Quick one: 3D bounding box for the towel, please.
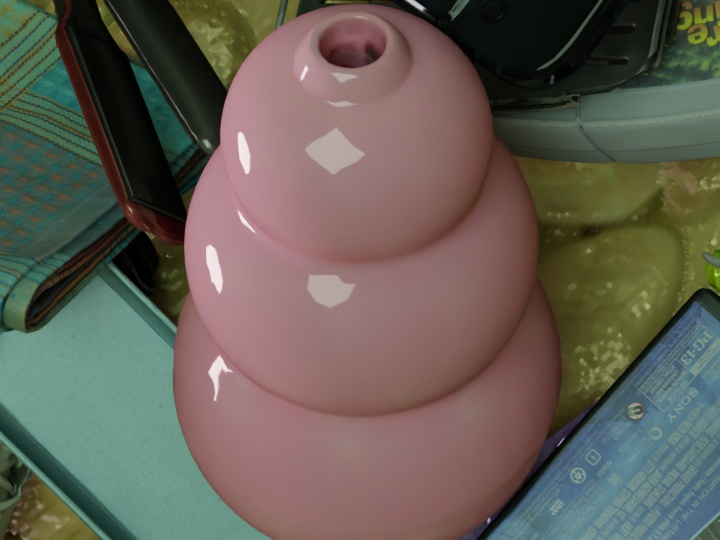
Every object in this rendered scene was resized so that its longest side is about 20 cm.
[{"bbox_3d":[-0.156,-0.059,0.912,0.199,0.147,0.022,27,131,16],"label":"towel"}]

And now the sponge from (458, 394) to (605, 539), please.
[{"bbox_3d":[0.116,0.138,0.872,0.111,0.030,0.200,-39,80,2],"label":"sponge"}]

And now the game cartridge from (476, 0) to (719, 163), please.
[{"bbox_3d":[0.125,-0.105,0.835,0.199,0.041,0.134,-13,68,26],"label":"game cartridge"}]

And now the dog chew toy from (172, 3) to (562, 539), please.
[{"bbox_3d":[0.000,0.000,0.813,0.124,0.200,0.125,-1,51,2],"label":"dog chew toy"}]

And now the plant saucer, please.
[{"bbox_3d":[-0.049,0.080,0.909,0.070,0.019,0.200,-45,96,1],"label":"plant saucer"}]

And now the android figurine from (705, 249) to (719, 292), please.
[{"bbox_3d":[0.203,-0.036,0.846,0.199,0.041,0.183,-7,90,16],"label":"android figurine"}]

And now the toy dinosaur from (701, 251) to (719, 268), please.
[{"bbox_3d":[0.207,-0.016,0.785,0.200,0.077,0.103,-34,89,17],"label":"toy dinosaur"}]

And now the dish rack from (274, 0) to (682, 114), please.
[{"bbox_3d":[0.041,-0.148,0.848,0.153,0.055,0.201,2,72,32],"label":"dish rack"}]

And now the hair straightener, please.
[{"bbox_3d":[-0.071,-0.107,0.898,0.077,0.041,0.201,-37,53,21],"label":"hair straightener"}]

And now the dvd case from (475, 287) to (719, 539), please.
[{"bbox_3d":[0.136,0.123,0.846,0.200,0.018,0.143,42,89,11],"label":"dvd case"}]

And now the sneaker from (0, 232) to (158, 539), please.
[{"bbox_3d":[-0.126,0.041,0.933,0.115,0.076,0.202,-9,86,20],"label":"sneaker"}]

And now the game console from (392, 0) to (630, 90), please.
[{"bbox_3d":[0.016,-0.181,0.773,0.200,0.118,0.171,39,94,34],"label":"game console"}]
